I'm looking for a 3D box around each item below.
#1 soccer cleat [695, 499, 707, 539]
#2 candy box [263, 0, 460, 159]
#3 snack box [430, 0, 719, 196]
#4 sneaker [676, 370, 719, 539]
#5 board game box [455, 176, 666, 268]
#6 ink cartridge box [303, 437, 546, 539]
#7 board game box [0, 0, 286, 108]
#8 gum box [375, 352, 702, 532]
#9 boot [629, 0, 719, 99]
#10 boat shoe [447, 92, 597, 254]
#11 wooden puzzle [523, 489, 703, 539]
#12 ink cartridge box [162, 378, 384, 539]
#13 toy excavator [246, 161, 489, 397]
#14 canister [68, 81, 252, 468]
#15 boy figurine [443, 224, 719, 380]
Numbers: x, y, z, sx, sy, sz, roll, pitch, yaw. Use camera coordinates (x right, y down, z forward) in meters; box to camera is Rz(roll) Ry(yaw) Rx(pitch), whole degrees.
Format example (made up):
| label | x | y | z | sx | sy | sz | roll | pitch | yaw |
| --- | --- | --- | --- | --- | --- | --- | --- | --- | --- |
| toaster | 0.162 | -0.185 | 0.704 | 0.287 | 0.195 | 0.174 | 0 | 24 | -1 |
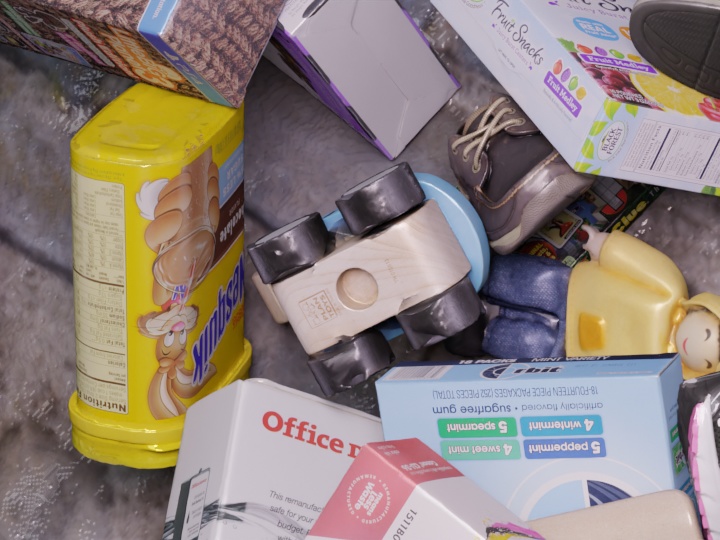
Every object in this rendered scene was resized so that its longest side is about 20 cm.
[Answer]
| label | x | y | z | sx | sy | sz | roll | pitch | yaw |
| --- | --- | --- | --- | --- | --- | --- | --- | --- | --- |
| soccer cleat | 0.198 | 0.132 | 1.531 | 0.200 | 0.076 | 0.067 | 28 | 81 | 29 |
| candy box | -0.049 | -0.183 | 1.751 | 0.072 | 0.168 | 0.200 | -47 | 55 | -3 |
| snack box | 0.146 | -0.119 | 1.590 | 0.053 | 0.142 | 0.200 | -65 | 35 | 24 |
| sneaker | 0.228 | 0.135 | 1.454 | 0.086 | 0.200 | 0.080 | -18 | 27 | 5 |
| board game box | 0.158 | -0.086 | 1.693 | 0.200 | 0.023 | 0.105 | -47 | 53 | -1 |
| ink cartridge box | 0.060 | 0.194 | 1.447 | 0.200 | 0.067 | 0.117 | 37 | 105 | 22 |
| board game box | -0.140 | -0.208 | 1.647 | 0.200 | 0.097 | 0.160 | 17 | 76 | 32 |
| gum box | 0.106 | 0.149 | 1.524 | 0.170 | 0.045 | 0.200 | -2 | 105 | 24 |
| boot | 0.260 | -0.168 | 1.546 | 0.203 | 0.074 | 0.154 | 8 | 52 | 5 |
| boat shoe | 0.083 | -0.060 | 1.593 | 0.074 | 0.200 | 0.073 | -42 | 97 | -2 |
| wooden puzzle | 0.122 | 0.234 | 1.486 | 0.185 | 0.037 | 0.200 | -16 | 93 | 26 |
| ink cartridge box | -0.040 | 0.181 | 1.579 | 0.083 | 0.146 | 0.200 | -26 | 48 | 57 |
| toy excavator | 0.000 | 0.000 | 1.624 | 0.194 | 0.200 | 0.100 | -27 | 95 | 24 |
| canister | -0.122 | -0.001 | 1.653 | 0.086 | 0.200 | 0.149 | 9 | 26 | 16 |
| boy figurine | 0.149 | 0.039 | 1.605 | 0.200 | 0.064 | 0.125 | 12 | 96 | 31 |
